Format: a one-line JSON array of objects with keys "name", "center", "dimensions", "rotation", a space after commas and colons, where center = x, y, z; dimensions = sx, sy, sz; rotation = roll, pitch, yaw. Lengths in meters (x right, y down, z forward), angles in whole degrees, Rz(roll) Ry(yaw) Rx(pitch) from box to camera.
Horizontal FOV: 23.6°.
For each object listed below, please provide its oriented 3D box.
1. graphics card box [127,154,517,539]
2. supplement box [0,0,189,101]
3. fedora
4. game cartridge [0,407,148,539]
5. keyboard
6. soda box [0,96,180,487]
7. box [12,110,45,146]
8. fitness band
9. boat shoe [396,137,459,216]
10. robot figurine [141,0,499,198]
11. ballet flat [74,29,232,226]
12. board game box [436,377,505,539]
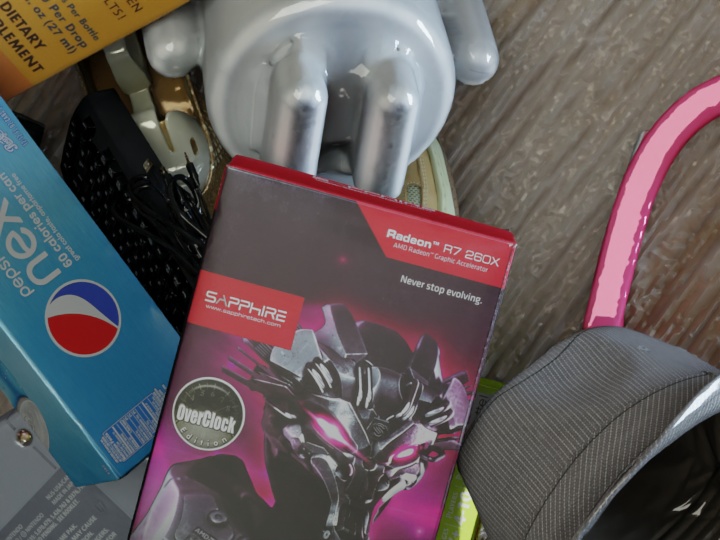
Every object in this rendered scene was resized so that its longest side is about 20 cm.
[{"name": "graphics card box", "center": [-0.020, 0.064, 0.716], "dimensions": [0.125, 0.051, 0.201], "rotation": [16, 95, -1]}, {"name": "supplement box", "center": [-0.098, -0.155, 0.759], "dimensions": [0.200, 0.067, 0.069], "rotation": [-28, 41, 14]}, {"name": "fedora", "center": [0.108, 0.087, 0.754], "dimensions": [0.090, 0.200, 0.177], "rotation": [42, 122, 30]}, {"name": "game cartridge", "center": [-0.160, 0.145, 0.855], "dimensions": [0.133, 0.040, 0.200], "rotation": [43, 113, -6]}, {"name": "keyboard", "center": [-0.096, 0.000, 0.797], "dimensions": [0.200, 0.040, 0.104], "rotation": [56, 140, 24]}, {"name": "soda box", "center": [-0.152, -0.002, 0.758], "dimensions": [0.064, 0.068, 0.200], "rotation": [-39, 98, -26]}, {"name": "box", "center": [-0.271, -0.007, 0.901], "dimensions": [0.159, 0.046, 0.201], "rotation": [18, 92, 9]}, {"name": "fitness band", "center": [0.188, 0.000, 0.832], "dimensions": [0.143, 0.037, 0.201], "rotation": [16, 93, 9]}, {"name": "boat shoe", "center": [0.000, 0.000, 0.802], "dimensions": [0.072, 0.076, 0.200], "rotation": [-41, 40, 42]}, {"name": "robot figurine", "center": [-0.021, -0.116, 0.804], "dimensions": [0.169, 0.200, 0.113], "rotation": [4, 131, -13]}, {"name": "ballet flat", "center": [-0.114, -0.088, 0.867], "dimensions": [0.070, 0.065, 0.201], "rotation": [-22, 87, 4]}, {"name": "board game box", "center": [-0.031, 0.082, 0.861], "dimensions": [0.199, 0.048, 0.102], "rotation": [15, 92, 9]}]
